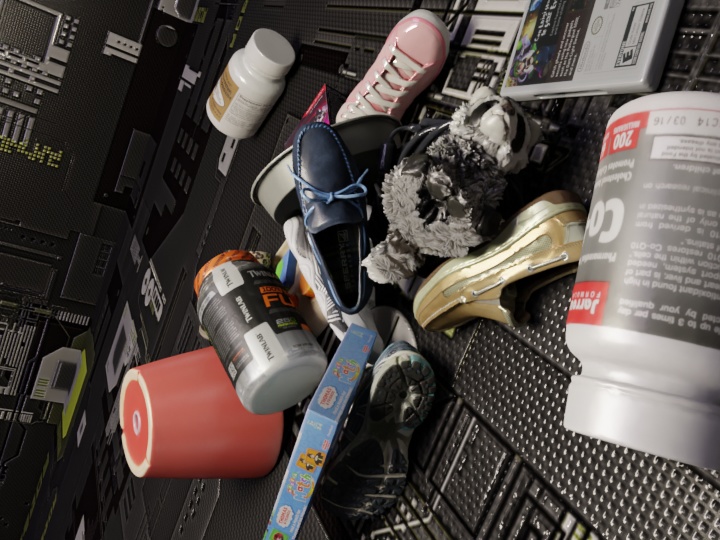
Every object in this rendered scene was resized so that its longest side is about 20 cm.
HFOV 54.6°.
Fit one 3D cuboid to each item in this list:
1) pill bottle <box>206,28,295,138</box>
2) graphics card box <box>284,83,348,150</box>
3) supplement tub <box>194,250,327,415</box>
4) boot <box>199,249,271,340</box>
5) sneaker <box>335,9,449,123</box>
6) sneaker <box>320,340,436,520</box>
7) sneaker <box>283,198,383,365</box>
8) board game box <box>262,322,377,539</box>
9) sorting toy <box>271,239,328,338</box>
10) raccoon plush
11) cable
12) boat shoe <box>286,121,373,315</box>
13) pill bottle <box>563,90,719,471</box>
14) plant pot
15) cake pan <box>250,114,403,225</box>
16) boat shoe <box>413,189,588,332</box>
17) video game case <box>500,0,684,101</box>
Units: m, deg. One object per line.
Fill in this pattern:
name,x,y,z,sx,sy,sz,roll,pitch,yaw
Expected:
pill bottle,-0.208,-0.358,1.336,0.200,0.113,0.116,-43,41,44
graphics card box,-0.060,-0.167,1.005,0.126,0.050,0.201,-49,31,30
supplement tub,-0.137,0.076,0.916,0.201,0.122,0.123,54,125,30
boot,-0.202,0.043,1.133,0.199,0.072,0.153,3,90,58
sneaker,0.033,-0.212,0.835,0.200,0.075,0.105,-40,19,57
sneaker,0.019,0.164,0.718,0.086,0.077,0.202,-99,34,-71
sneaker,0.000,0.000,0.801,0.114,0.075,0.201,-32,72,7
board game box,-0.042,0.176,0.728,0.152,0.036,0.202,-61,-8,-59
sorting toy,-0.085,0.011,1.003,0.185,0.036,0.202,-50,37,38
raccoon plush,0.072,-0.082,0.628,0.199,0.097,0.134,-24,24,54
cable,0.077,-0.071,0.694,0.199,0.051,0.165,22,90,46
boat shoe,-0.019,-0.054,0.714,0.069,0.083,0.202,-104,-5,-80
pill bottle,0.189,0.008,0.423,0.114,0.113,0.203,3,78,61
plant pot,-0.229,0.200,0.971,0.199,0.176,0.203,3,93,56
cake pan,-0.032,-0.111,0.825,0.200,0.199,0.037,-40,71,46
boat shoe,0.119,0.016,0.604,0.200,0.071,0.077,-44,54,45
video game case,0.213,-0.252,0.613,0.181,0.023,0.202,20,95,62
